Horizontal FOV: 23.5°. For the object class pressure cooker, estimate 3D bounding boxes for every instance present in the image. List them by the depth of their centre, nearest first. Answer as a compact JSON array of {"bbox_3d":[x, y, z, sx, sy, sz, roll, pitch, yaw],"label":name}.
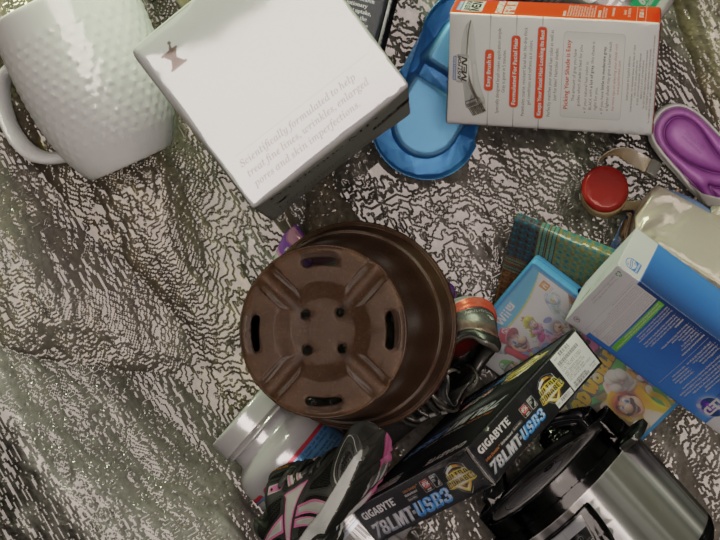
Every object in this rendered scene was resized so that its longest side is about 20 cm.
[{"bbox_3d":[0.220,0.236,1.683,0.176,0.179,0.200,-42,90,-15],"label":"pressure cooker"}]

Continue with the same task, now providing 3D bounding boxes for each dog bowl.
[{"bbox_3d":[0.087,-0.185,1.739,0.111,0.050,0.201,32,90,-4],"label":"dog bowl"}]

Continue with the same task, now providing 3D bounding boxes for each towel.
[{"bbox_3d":[0.231,0.030,1.693,0.198,0.147,0.022,23,47,13],"label":"towel"}]

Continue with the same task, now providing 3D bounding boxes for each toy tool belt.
[{"bbox_3d":[0.300,-0.028,1.715,0.199,0.123,0.126,28,78,5],"label":"toy tool belt"}]

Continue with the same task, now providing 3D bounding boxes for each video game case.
[{"bbox_3d":[0.215,0.091,1.714,0.199,0.018,0.143,37,132,0],"label":"video game case"}]

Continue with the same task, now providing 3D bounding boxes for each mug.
[{"bbox_3d":[-0.280,-0.178,1.703,0.199,0.148,0.177,-20,98,29],"label":"mug"}]

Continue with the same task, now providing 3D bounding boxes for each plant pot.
[{"bbox_3d":[-0.018,0.051,1.579,0.198,0.198,0.203,0,89,8],"label":"plant pot"}]

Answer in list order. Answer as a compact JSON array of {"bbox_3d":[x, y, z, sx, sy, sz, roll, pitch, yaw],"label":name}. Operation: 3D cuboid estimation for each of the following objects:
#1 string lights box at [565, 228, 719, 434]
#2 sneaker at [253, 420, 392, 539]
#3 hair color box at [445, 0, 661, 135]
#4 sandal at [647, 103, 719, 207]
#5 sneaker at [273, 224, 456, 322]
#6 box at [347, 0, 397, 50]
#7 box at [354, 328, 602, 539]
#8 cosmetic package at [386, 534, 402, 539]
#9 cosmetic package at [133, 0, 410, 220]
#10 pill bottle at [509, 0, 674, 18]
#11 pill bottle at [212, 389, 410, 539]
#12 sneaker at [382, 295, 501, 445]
[{"bbox_3d":[0.303,0.063,1.617,0.199,0.103,0.059,36,49,-2],"label":"string lights box"},{"bbox_3d":[-0.047,0.205,1.597,0.086,0.080,0.201,41,124,15],"label":"sneaker"},{"bbox_3d":[0.184,-0.195,1.653,0.198,0.064,0.112,4,112,8],"label":"hair color box"},{"bbox_3d":[0.374,-0.091,1.745,0.202,0.050,0.083,34,90,-1],"label":"sandal"},{"bbox_3d":[0.000,0.000,1.731,0.198,0.081,0.089,8,73,-3],"label":"sneaker"},{"bbox_3d":[-0.032,-0.235,1.665,0.123,0.200,0.199,16,89,0],"label":"box"},{"bbox_3d":[0.109,0.157,1.628,0.050,0.200,0.198,51,51,-1],"label":"box"},{"bbox_3d":[0.082,0.351,1.665,0.090,0.107,0.200,-49,127,0],"label":"cosmetic package"},{"bbox_3d":[-0.068,-0.159,1.466,0.164,0.200,0.165,-38,88,1],"label":"cosmetic package"},{"bbox_3d":[0.203,-0.293,1.712,0.199,0.113,0.113,38,89,-1],"label":"pill bottle"},{"bbox_3d":[-0.046,0.209,1.709,0.200,0.109,0.109,43,89,-1],"label":"pill bottle"},{"bbox_3d":[0.063,0.114,1.700,0.077,0.082,0.200,29,112,-29],"label":"sneaker"}]
